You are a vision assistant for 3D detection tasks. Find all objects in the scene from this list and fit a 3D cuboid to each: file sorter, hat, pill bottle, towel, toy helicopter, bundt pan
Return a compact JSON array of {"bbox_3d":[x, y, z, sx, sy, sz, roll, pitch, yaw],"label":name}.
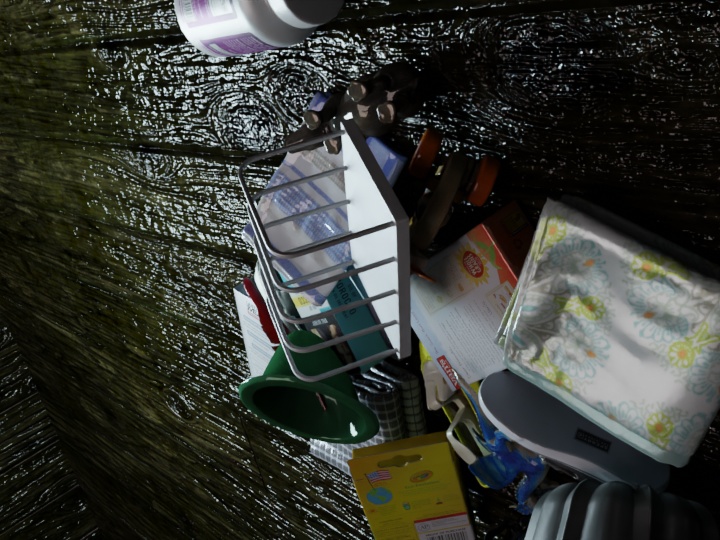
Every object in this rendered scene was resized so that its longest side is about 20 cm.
[{"bbox_3d":[-0.033,-0.010,0.916,0.202,0.122,0.140,85,163,-50],"label":"file sorter"},{"bbox_3d":[-0.054,0.090,1.163,0.197,0.178,0.166,23,148,-14],"label":"hat"},{"bbox_3d":[-0.103,-0.286,0.991,0.198,0.111,0.114,9,123,52],"label":"pill bottle"},{"bbox_3d":[0.000,0.192,1.257,0.198,0.085,0.168,18,129,48],"label":"towel"},{"bbox_3d":[-0.046,-0.079,1.064,0.147,0.024,0.202,42,112,27],"label":"towel"},{"bbox_3d":[0.063,-0.043,0.954,0.078,0.134,0.200,23,164,-3],"label":"toy helicopter"},{"bbox_3d":[0.250,0.252,0.892,0.198,0.077,0.203,12,154,6],"label":"bundt pan"},{"bbox_3d":[0.218,0.049,0.807,0.198,0.048,0.174,30,126,23],"label":"towel"}]

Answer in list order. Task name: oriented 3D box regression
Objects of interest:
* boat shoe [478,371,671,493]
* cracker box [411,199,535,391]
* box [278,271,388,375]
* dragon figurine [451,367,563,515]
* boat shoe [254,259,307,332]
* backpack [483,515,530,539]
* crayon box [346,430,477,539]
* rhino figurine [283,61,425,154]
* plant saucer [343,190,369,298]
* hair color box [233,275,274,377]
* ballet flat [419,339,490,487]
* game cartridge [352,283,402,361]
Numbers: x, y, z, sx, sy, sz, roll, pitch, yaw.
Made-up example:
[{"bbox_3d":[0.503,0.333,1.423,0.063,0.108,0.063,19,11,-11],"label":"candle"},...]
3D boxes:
[{"bbox_3d":[0.205,0.169,0.943,0.197,0.070,0.067,23,146,14],"label":"boat shoe"},{"bbox_3d":[0.124,0.032,0.975,0.135,0.057,0.200,57,147,2],"label":"cracker box"},{"bbox_3d":[-0.044,0.029,1.162,0.082,0.049,0.203,-17,101,58],"label":"box"},{"bbox_3d":[0.150,0.191,1.013,0.199,0.059,0.099,34,129,-16],"label":"dragon figurine"},{"bbox_3d":[-0.083,0.042,1.251,0.201,0.070,0.064,54,146,31],"label":"boat shoe"},{"bbox_3d":[0.166,0.418,1.106,0.153,0.191,0.201,31,142,12],"label":"backpack"},{"bbox_3d":[0.065,0.266,1.160,0.051,0.125,0.202,-93,-11,-51],"label":"crayon box"},{"bbox_3d":[-0.012,-0.154,0.969,0.198,0.087,0.061,-19,101,48],"label":"rhino figurine"},{"bbox_3d":[-0.024,-0.065,1.085,0.202,0.019,0.070,58,137,23],"label":"plant saucer"},{"bbox_3d":[-0.118,0.113,1.386,0.098,0.060,0.203,28,137,41],"label":"hair color box"},{"bbox_3d":[0.113,0.154,1.083,0.202,0.067,0.067,60,146,1],"label":"ballet flat"},{"bbox_3d":[0.000,0.000,1.153,0.129,0.038,0.203,27,136,48],"label":"game cartridge"}]
